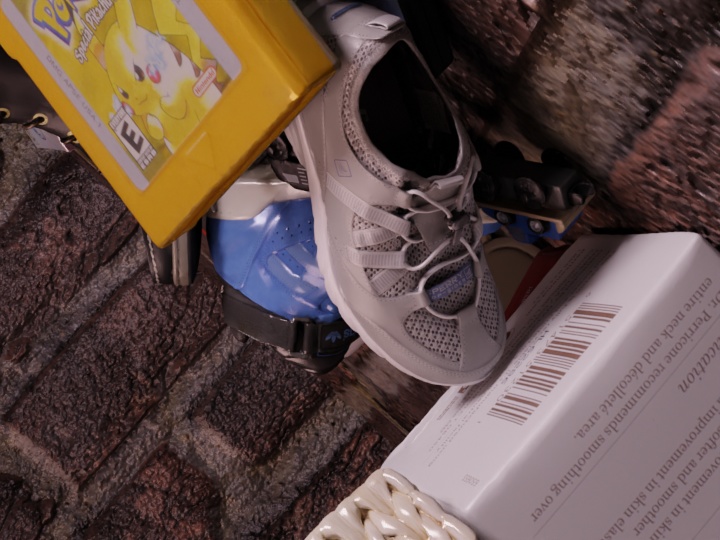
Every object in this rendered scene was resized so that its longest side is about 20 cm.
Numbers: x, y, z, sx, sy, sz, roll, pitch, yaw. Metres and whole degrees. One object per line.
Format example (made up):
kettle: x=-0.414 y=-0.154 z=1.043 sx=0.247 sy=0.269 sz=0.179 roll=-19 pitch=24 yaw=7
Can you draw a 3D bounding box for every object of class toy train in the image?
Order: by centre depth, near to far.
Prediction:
toy train: x=0.031 y=-0.045 z=0.983 sx=0.199 sy=0.034 sz=0.046 roll=13 pitch=134 yaw=39

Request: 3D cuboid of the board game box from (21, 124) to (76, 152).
board game box: x=-0.230 y=-0.167 z=1.236 sx=0.201 sy=0.043 sz=0.199 roll=57 pitch=172 yaw=-12

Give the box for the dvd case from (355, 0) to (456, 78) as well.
dvd case: x=-0.045 y=-0.175 z=0.897 sx=0.200 sy=0.018 sz=0.143 roll=40 pitch=171 yaw=22

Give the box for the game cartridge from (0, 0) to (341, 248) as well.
game cartridge: x=-0.113 y=-0.125 z=0.909 sx=0.200 sy=0.032 sz=0.176 roll=51 pitch=145 yaw=1

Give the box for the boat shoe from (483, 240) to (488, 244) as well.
boat shoe: x=0.120 y=0.067 z=1.247 sx=0.200 sy=0.066 sz=0.072 roll=47 pitch=171 yaw=-35

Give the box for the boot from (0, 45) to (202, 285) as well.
boot: x=-0.173 y=-0.083 z=1.119 sx=0.073 sy=0.153 sz=0.205 roll=-100 pitch=0 yaw=-82

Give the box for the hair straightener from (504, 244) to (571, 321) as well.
hair straightener: x=0.086 y=0.087 z=1.055 sx=0.077 sy=0.201 sz=0.041 roll=42 pitch=151 yaw=-29

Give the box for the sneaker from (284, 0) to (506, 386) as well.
sneaker: x=0.020 y=-0.029 z=0.903 sx=0.082 sy=0.075 sz=0.201 roll=12 pitch=134 yaw=55

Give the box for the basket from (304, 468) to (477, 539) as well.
basket: x=0.034 y=0.193 z=0.891 sx=0.135 sy=0.123 sz=0.200 roll=37 pitch=168 yaw=30

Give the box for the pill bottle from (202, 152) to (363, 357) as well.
pill bottle: x=-0.045 y=-0.053 z=1.211 sx=0.200 sy=0.116 sz=0.116 roll=44 pitch=173 yaw=0

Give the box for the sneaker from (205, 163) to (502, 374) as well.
sneaker: x=0.001 y=0.000 z=1.093 sx=0.199 sy=0.112 sz=0.077 roll=1 pitch=-167 yaw=33

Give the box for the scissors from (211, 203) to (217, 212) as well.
scissors: x=-0.090 y=-0.111 z=1.109 sx=0.073 sy=0.014 sz=0.201 roll=68 pitch=-173 yaw=-68

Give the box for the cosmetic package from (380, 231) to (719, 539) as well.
cosmetic package: x=0.147 y=0.109 z=0.948 sx=0.200 sy=0.167 sz=0.166 roll=44 pitch=171 yaw=-9

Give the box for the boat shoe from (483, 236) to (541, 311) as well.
boat shoe: x=0.138 y=0.062 z=1.125 sx=0.200 sy=0.072 sz=0.060 roll=44 pitch=180 yaw=15
